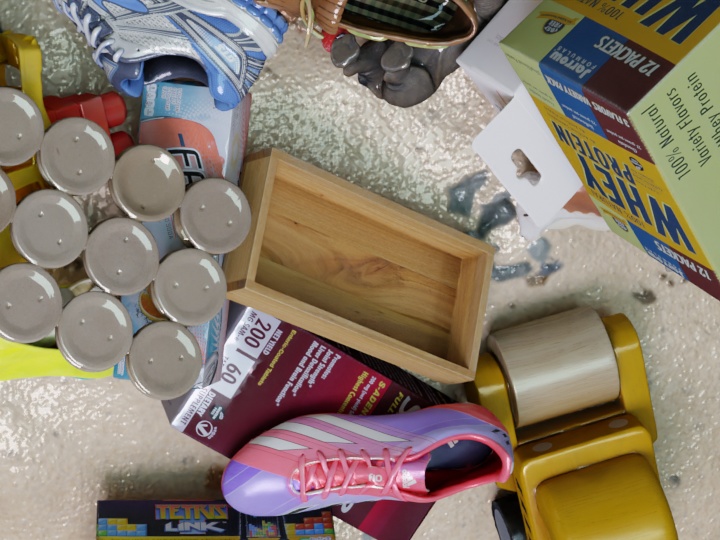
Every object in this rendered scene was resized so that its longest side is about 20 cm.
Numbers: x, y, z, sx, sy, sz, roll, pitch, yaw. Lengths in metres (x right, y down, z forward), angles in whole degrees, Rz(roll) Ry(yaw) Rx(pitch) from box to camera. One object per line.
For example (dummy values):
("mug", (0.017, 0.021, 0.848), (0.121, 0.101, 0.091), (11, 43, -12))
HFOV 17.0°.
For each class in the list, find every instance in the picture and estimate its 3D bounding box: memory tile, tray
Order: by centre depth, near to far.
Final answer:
("memory tile", (-0.173, -0.017, 1.505), (0.200, 0.017, 0.154), (23, 75, -22))
("tray", (0.000, 0.000, 1.630), (0.200, 0.037, 0.099), (23, 67, -34))

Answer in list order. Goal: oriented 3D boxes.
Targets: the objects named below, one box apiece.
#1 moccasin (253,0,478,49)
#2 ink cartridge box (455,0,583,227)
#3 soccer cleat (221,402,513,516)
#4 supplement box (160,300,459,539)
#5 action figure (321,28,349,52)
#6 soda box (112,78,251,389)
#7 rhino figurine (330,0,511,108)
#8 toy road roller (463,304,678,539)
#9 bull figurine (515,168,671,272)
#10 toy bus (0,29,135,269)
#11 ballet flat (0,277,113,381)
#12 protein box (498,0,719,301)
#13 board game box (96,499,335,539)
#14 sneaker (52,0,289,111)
("moccasin", (-0.019, -0.179, 1.496), (0.201, 0.078, 0.074), (19, 113, -29))
("ink cartridge box", (0.144, -0.141, 1.616), (0.200, 0.067, 0.117), (-48, 136, -5))
("soccer cleat", (0.006, 0.132, 1.634), (0.199, 0.076, 0.067), (-9, 109, -10))
("supplement box", (-0.028, 0.102, 1.691), (0.200, 0.061, 0.109), (30, 99, -20))
("action figure", (-0.008, -0.228, 1.571), (0.052, 0.065, 0.200), (22, 129, 17))
("soda box", (-0.117, -0.025, 1.596), (0.063, 0.068, 0.201), (6, 93, 8))
("rhino figurine", (0.072, -0.186, 1.616), (0.200, 0.087, 0.060), (-43, 68, 2))
("toy road roller", (0.159, 0.139, 1.699), (0.122, 0.146, 0.201), (-16, 110, -8))
("bull figurine", (0.201, -0.078, 1.685), (0.121, 0.065, 0.200), (40, 96, -24))
("toy bus", (-0.248, -0.094, 1.550), (0.192, 0.136, 0.201), (-22, 109, -19))
("ballet flat", (-0.196, 0.035, 1.570), (0.067, 0.200, 0.067), (-46, 70, 25))
("protein box", (0.234, -0.126, 1.548), (0.200, 0.135, 0.199), (-44, 131, -9))
("board game box", (-0.105, 0.256, 1.695), (0.165, 0.057, 0.201), (1, 120, -6))
("sneaker", (-0.152, -0.160, 1.538), (0.199, 0.077, 0.085), (20, 81, 7))
